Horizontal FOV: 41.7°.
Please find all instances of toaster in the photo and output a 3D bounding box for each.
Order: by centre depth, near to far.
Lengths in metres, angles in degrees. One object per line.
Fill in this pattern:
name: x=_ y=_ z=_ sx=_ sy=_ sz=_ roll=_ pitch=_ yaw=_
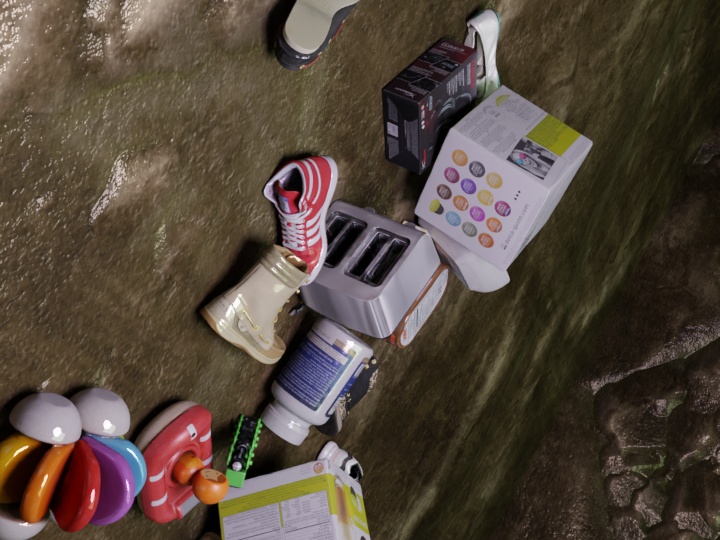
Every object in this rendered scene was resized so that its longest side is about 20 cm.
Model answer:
toaster: x=0.000 y=0.000 z=1.504 sx=0.200 sy=0.181 sz=0.119 roll=-53 pitch=148 yaw=-24

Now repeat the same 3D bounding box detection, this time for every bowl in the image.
bowl: x=0.187 y=-0.049 z=1.797 sx=0.075 sy=0.200 sz=0.200 roll=-39 pitch=148 yaw=-3

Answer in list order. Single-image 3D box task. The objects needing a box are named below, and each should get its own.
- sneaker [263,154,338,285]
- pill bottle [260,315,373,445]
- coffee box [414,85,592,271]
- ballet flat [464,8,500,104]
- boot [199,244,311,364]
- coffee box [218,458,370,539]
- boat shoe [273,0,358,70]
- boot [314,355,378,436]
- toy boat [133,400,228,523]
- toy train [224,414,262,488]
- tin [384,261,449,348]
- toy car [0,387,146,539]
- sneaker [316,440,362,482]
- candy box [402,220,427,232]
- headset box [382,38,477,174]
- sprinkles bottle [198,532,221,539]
sneaker: x=-0.095 y=-0.071 z=1.385 sx=0.112 sy=0.071 sz=0.201 roll=-14 pitch=117 yaw=-62
pill bottle: x=-0.077 y=0.184 z=1.567 sx=0.200 sy=0.111 sz=0.111 roll=-55 pitch=153 yaw=0
coffee box: x=0.245 y=-0.163 z=1.640 sx=0.200 sy=0.198 sz=0.200 roll=-44 pitch=163 yaw=-43
ballet flat: x=0.213 y=-0.373 z=1.707 sx=0.069 sy=0.069 sz=0.200 roll=-42 pitch=141 yaw=-38
boot: x=-0.129 y=0.050 z=1.392 sx=0.155 sy=0.073 sz=0.200 roll=-46 pitch=146 yaw=1
coffee box: x=-0.102 y=0.455 z=1.580 sx=0.200 sy=0.200 sz=0.198 roll=54 pitch=21 yaw=-59
boat shoe: x=-0.052 y=-0.347 z=1.244 sx=0.202 sy=0.074 sz=0.063 roll=-61 pitch=-169 yaw=-29
boot: x=-0.030 y=0.185 z=1.724 sx=0.151 sy=0.073 sz=0.200 roll=-41 pitch=135 yaw=-49
toy boat: x=-0.244 y=0.287 z=1.356 sx=0.130 sy=0.131 sz=0.200 roll=-39 pitch=144 yaw=-41
toy train: x=-0.183 y=0.279 z=1.466 sx=0.200 sy=0.042 sz=0.057 roll=-95 pitch=-162 yaw=-80
tin: x=0.110 y=0.061 z=1.790 sx=0.200 sy=0.042 sz=0.112 roll=-52 pitch=153 yaw=-30
toy car: x=-0.339 y=0.244 z=1.126 sx=0.200 sy=0.150 sz=0.175 roll=6 pitch=107 yaw=-62
sneaker: x=-0.033 y=0.422 z=1.913 sx=0.074 sy=0.080 sz=0.200 roll=-54 pitch=153 yaw=-23
candy box: x=0.066 y=0.020 z=1.772 sx=0.200 sy=0.055 sz=0.115 roll=-58 pitch=154 yaw=-13
headset box: x=0.126 y=-0.284 z=1.598 sx=0.200 sy=0.077 sz=0.149 roll=-44 pitch=147 yaw=-33
sprinkles bottle: x=-0.296 y=0.506 z=1.519 sx=0.200 sy=0.068 sz=0.068 roll=-34 pitch=140 yaw=-45
